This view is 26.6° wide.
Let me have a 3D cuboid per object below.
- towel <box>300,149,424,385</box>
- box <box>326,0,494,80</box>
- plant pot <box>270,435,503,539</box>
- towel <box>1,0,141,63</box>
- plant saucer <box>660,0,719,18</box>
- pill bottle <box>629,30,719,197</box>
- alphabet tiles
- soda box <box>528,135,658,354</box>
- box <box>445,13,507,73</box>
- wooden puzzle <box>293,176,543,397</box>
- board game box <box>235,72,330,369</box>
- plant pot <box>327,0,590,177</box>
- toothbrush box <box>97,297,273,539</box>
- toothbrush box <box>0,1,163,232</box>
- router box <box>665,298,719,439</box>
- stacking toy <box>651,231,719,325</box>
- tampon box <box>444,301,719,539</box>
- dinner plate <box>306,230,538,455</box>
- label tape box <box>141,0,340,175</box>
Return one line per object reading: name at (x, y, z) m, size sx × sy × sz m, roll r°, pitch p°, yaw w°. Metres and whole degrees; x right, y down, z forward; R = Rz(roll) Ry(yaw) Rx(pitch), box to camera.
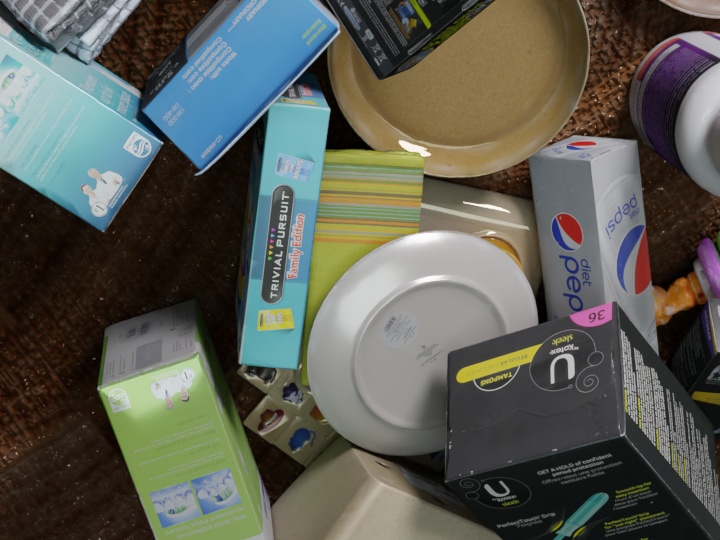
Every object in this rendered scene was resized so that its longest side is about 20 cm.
towel at (0.000, 0.000, 1.220) m, size 0.086 × 0.018 × 0.200 m, roll 4°, pitch 110°, yaw -3°
box at (0.021, -0.258, 1.067) m, size 0.160 × 0.044 × 0.200 m, roll -35°, pitch 86°, yaw 42°
plant pot at (0.016, 0.253, 1.265) m, size 0.200 × 0.200 × 0.177 m, roll 26°, pitch 93°, yaw -15°
towel at (-0.211, -0.275, 1.106) m, size 0.166 × 0.086 × 0.200 m, roll 43°, pitch 100°, yaw 4°
plant saucer at (0.288, -0.301, 1.203) m, size 0.200 × 0.032 × 0.200 m, roll -2°, pitch 108°, yaw -6°
pill bottle at (0.285, -0.116, 1.171) m, size 0.111 × 0.200 × 0.111 m, roll -2°, pitch 107°, yaw -5°
alphabet tiles at (0.003, 0.106, 1.309) m, size 0.200 × 0.006 × 0.166 m, roll 37°, pitch 100°, yaw -16°
soda box at (0.193, -0.007, 1.253) m, size 0.063 × 0.068 × 0.200 m, roll -24°, pitch 112°, yaw -38°
box at (0.067, -0.276, 1.176) m, size 0.200 × 0.050 × 0.158 m, roll 36°, pitch 99°, yaw -15°
wooden puzzle at (0.055, 0.027, 1.264) m, size 0.185 × 0.046 × 0.200 m, roll 12°, pitch 103°, yaw -11°
board game box at (-0.064, -0.044, 1.180) m, size 0.047 × 0.151 × 0.200 m, roll 5°, pitch 106°, yaw -8°
plant pot at (0.075, -0.168, 1.171) m, size 0.200 × 0.027 × 0.200 m, roll 1°, pitch 118°, yaw 2°
toothbrush box at (-0.138, 0.143, 1.232) m, size 0.086 × 0.146 × 0.200 m, roll -19°, pitch 109°, yaw -1°
toothbrush box at (-0.250, -0.130, 1.136) m, size 0.200 × 0.146 × 0.085 m, roll 32°, pitch 100°, yaw -13°
router box at (0.362, 0.088, 1.274) m, size 0.200 × 0.052 × 0.157 m, roll 4°, pitch 148°, yaw -8°
stacking toy at (0.321, 0.000, 1.273) m, size 0.200 × 0.110 × 0.116 m, roll -23°, pitch 126°, yaw 13°
tampon box at (0.178, 0.143, 1.199) m, size 0.150 × 0.126 × 0.200 m, roll -19°, pitch 135°, yaw 26°
dinner plate at (0.055, 0.064, 1.230) m, size 0.200 × 0.024 × 0.200 m, roll -7°, pitch 112°, yaw -16°
label tape box at (-0.090, -0.156, 1.116) m, size 0.066 × 0.200 × 0.143 m, roll 42°, pitch 98°, yaw -14°
